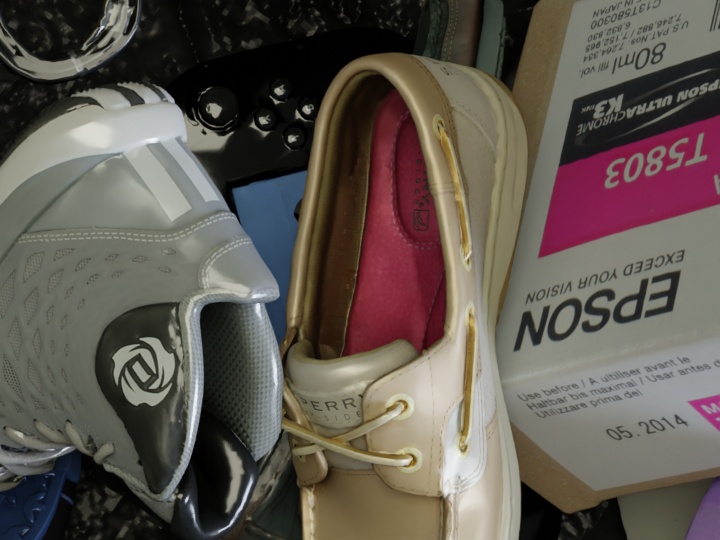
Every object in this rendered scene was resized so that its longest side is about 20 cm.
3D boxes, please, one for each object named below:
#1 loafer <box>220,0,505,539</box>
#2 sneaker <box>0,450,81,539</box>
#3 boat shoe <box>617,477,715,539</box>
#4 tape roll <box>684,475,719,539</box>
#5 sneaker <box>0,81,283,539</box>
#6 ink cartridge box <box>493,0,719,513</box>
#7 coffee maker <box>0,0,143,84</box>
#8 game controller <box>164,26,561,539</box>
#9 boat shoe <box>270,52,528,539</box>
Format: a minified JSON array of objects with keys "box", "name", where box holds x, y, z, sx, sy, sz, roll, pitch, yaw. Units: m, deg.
[{"box":[0.000,0.000,0.880,0.063,0.072,0.200,13,80,-1],"name":"loafer"},{"box":[-0.142,0.127,0.896,0.070,0.078,0.200,15,60,13],"name":"sneaker"},{"box":[0.137,0.085,0.913,0.068,0.072,0.200,2,66,-33],"name":"boat shoe"},{"box":[0.189,0.132,0.859,0.200,0.066,0.200,5,82,-35],"name":"tape roll"},{"box":[-0.090,0.049,0.800,0.116,0.075,0.200,51,127,18],"name":"sneaker"},{"box":[0.131,-0.027,0.837,0.075,0.200,0.165,39,52,-33],"name":"ink cartridge box"},{"box":[-0.167,-0.047,0.845,0.192,0.200,0.135,7,82,-4],"name":"coffee maker"},{"box":[-0.001,0.018,0.925,0.104,0.042,0.200,-15,84,-4],"name":"game controller"},{"box":[0.004,0.032,0.805,0.074,0.069,0.200,-4,79,32],"name":"boat shoe"}]
